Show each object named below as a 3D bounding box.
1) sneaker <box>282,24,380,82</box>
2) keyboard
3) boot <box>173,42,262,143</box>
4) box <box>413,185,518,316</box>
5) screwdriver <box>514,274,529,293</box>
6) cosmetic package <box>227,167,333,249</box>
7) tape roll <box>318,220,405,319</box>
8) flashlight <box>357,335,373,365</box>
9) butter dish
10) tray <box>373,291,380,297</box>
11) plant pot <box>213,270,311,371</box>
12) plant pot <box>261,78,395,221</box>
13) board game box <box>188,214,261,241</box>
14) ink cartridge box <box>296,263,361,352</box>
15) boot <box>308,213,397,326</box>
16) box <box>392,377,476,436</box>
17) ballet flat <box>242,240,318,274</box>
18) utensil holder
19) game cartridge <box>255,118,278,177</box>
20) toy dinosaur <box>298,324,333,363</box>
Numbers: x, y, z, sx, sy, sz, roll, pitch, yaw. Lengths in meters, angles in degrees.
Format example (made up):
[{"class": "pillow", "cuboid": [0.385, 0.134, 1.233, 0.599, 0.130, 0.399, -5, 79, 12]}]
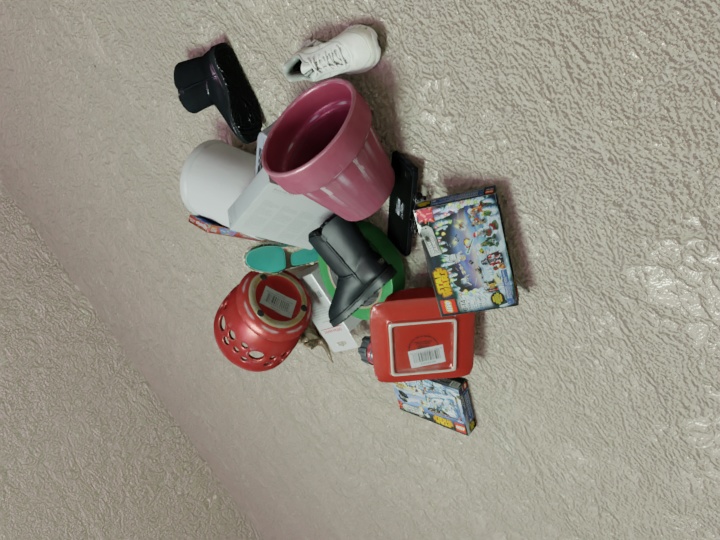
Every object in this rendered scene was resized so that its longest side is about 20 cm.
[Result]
[{"class": "sneaker", "cuboid": [-0.049, -0.345, 1.021, 0.197, 0.081, 0.076, 2, 123, 45]}, {"class": "keyboard", "cuboid": [0.091, -0.113, 1.136, 0.105, 0.039, 0.203, 53, 154, 38]}, {"class": "boot", "cuboid": [-0.297, -0.349, 1.287, 0.166, 0.076, 0.204, -5, 112, 45]}, {"class": "box", "cuboid": [0.177, -0.027, 1.034, 0.134, 0.040, 0.204, -10, 114, 20]}, {"class": "screwdriver", "cuboid": [0.226, -0.036, 1.056, 0.201, 0.028, 0.029, 49, 174, -2]}, {"class": "cosmetic package", "cuboid": [-0.135, -0.118, 1.207, 0.150, 0.197, 0.053, -37, 54, 37]}, {"class": "tape roll", "cuboid": [0.000, 0.000, 1.283, 0.198, 0.048, 0.204, 22, 126, 34]}, {"class": "flashlight", "cuboid": [0.081, 0.192, 1.384, 0.198, 0.067, 0.069, 11, 97, 48]}, {"class": "butter dish", "cuboid": [0.115, 0.103, 1.215, 0.195, 0.149, 0.203, -5, 124, 0]}, {"class": "tray", "cuboid": [0.043, 0.068, 1.355, 0.106, 0.022, 0.203, 17, 134, 39]}, {"class": "plant pot", "cuboid": [-0.214, 0.101, 1.409, 0.201, 0.200, 0.183, 46, 137, 3]}, {"class": "plant pot", "cuboid": [-0.038, -0.188, 1.059, 0.197, 0.203, 0.179, 5, 153, 44]}, {"class": "board game box", "cuboid": [-0.280, -0.091, 1.417, 0.102, 0.197, 0.020, 24, 101, 48]}, {"class": "ink cartridge box", "cuboid": [-0.068, 0.084, 1.451, 0.115, 0.067, 0.202, -19, 107, 53]}, {"class": "boot", "cuboid": [-0.041, -0.006, 1.211, 0.169, 0.076, 0.200, 49, 130, 3]}, {"class": "box", "cuboid": [0.160, 0.283, 1.411, 0.197, 0.040, 0.139, 13, 130, 41]}, {"class": "ballet flat", "cuboid": [-0.168, -0.037, 1.353, 0.064, 0.196, 0.077, 33, 123, 55]}, {"class": "utensil holder", "cuboid": [-0.258, -0.171, 1.340, 0.197, 0.170, 0.173, 22, 138, 28]}, {"class": "game cartridge", "cuboid": [-0.146, -0.219, 1.195, 0.041, 0.133, 0.201, 40, 147, 15]}, {"class": "toy dinosaur", "cuboid": [-0.145, 0.162, 1.605, 0.198, 0.087, 0.135, 34, 156, -7]}]
